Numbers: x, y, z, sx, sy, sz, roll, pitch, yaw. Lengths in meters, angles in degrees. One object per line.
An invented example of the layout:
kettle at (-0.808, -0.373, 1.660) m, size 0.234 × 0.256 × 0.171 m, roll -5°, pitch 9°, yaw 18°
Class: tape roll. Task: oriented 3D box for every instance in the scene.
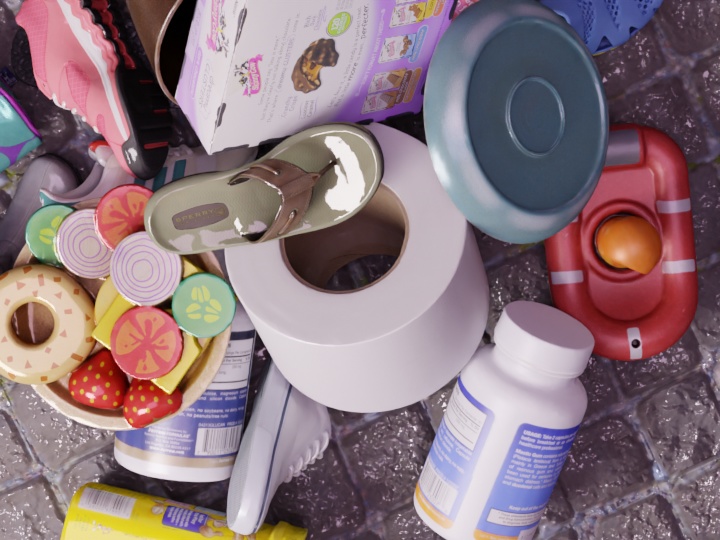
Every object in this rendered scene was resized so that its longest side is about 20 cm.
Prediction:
tape roll at (0.000, 0.000, 1.576) m, size 0.201 × 0.139 × 0.204 m, roll -5°, pitch 62°, yaw 10°

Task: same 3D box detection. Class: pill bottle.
pill bottle at (0.127, 0.132, 1.627) m, size 0.111 × 0.112 × 0.201 m, roll 20°, pitch 111°, yaw -2°
pill bottle at (-0.148, 0.072, 1.643) m, size 0.110 × 0.111 × 0.201 m, roll 8°, pitch 97°, yaw -1°

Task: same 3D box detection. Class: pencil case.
pencil case at (-0.375, -0.096, 1.637) m, size 0.199 × 0.085 × 0.093 m, roll -35°, pitch 112°, yaw 4°

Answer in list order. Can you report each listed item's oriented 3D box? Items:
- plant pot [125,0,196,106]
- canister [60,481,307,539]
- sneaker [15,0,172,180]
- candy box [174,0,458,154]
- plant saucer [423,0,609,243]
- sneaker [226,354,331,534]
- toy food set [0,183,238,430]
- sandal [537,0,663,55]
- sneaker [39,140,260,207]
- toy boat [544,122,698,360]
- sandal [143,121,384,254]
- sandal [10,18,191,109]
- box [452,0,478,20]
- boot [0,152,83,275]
plant pot at (-0.127, -0.264, 1.561) m, size 0.187 × 0.187 × 0.200 m, roll -37°, pitch 59°, yaw 5°
canister at (-0.152, 0.244, 1.647) m, size 0.199 × 0.149 × 0.087 m, roll 13°, pitch 87°, yaw 1°
sneaker at (-0.227, -0.157, 1.604) m, size 0.087 × 0.074 × 0.201 m, roll -30°, pitch 78°, yaw 24°
candy box at (-0.031, -0.188, 1.486) m, size 0.199 × 0.168 × 0.072 m, roll -13°, pitch 53°, yaw -29°
plant saucer at (0.134, -0.123, 1.528) m, size 0.199 × 0.027 × 0.202 m, roll 3°, pitch 85°, yaw -39°
sneaker at (-0.061, 0.142, 1.623) m, size 0.070 × 0.201 × 0.073 m, roll 22°, pitch 140°, yaw -7°
toy food set at (-0.202, 0.032, 1.565) m, size 0.200 × 0.049 × 0.198 m, roll 35°, pitch 97°, yaw 3°
sandal at (0.174, -0.209, 1.619) m, size 0.199 × 0.087 × 0.080 m, roll -31°, pitch 94°, yaw 2°
sneaker at (-0.181, -0.082, 1.624) m, size 0.199 × 0.070 × 0.094 m, roll -33°, pitch 104°, yaw -12°
toy boat at (0.224, -0.022, 1.618) m, size 0.130 × 0.131 × 0.201 m, roll -7°, pitch 97°, yaw 2°
sandal at (-0.074, -0.053, 1.491) m, size 0.200 × 0.057 × 0.080 m, roll -20°, pitch 106°, yaw 8°
sandal at (-0.202, -0.184, 1.649) m, size 0.199 × 0.048 × 0.076 m, roll 9°, pitch 95°, yaw 13°
box at (0.035, -0.287, 1.605) m, size 0.103 × 0.095 × 0.200 m, roll -44°, pitch 95°, yaw 5°
boot at (-0.306, -0.004, 1.618) m, size 0.069 × 0.132 × 0.201 m, roll 20°, pitch 96°, yaw 18°
